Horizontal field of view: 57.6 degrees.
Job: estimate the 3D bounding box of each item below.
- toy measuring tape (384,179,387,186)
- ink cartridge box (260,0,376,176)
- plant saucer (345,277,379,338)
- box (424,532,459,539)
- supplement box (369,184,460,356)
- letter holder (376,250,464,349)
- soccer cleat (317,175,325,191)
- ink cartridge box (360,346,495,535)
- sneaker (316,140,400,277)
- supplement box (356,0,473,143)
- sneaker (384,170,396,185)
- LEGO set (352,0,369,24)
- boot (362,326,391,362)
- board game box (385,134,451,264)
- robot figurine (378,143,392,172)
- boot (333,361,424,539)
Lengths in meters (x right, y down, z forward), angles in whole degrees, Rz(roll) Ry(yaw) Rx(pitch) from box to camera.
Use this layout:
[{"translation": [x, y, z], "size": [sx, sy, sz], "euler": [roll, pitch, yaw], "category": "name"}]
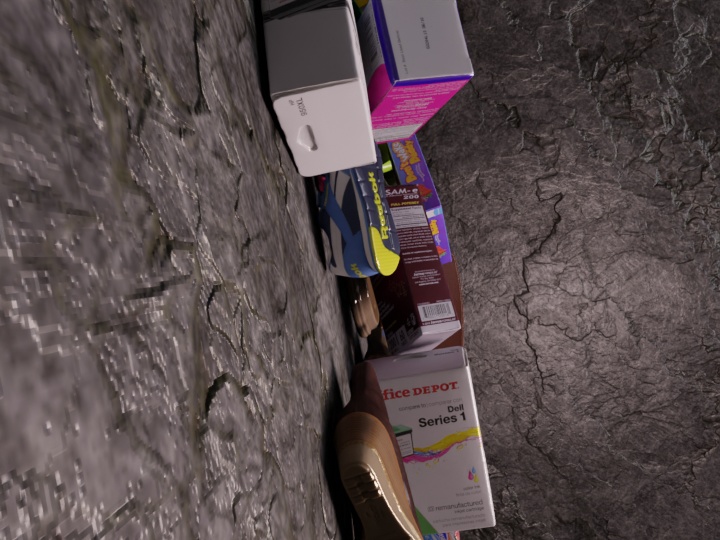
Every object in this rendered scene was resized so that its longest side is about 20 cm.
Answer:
[{"translation": [0.032, -0.097, 1.058], "size": [0.074, 0.072, 0.202], "euler": [73, -1, -50], "category": "toy measuring tape"}, {"translation": [-0.042, -0.218, 0.644], "size": [0.145, 0.083, 0.204], "euler": [69, 12, -69], "category": "ink cartridge box"}, {"translation": [0.000, 0.000, 0.996], "size": [0.200, 0.029, 0.204], "euler": [-10, 90, -84], "category": "plant saucer"}, {"translation": [0.097, 0.369, 0.977], "size": [0.200, 0.094, 0.102], "euler": [35, 46, -82], "category": "box"}, {"translation": [0.058, 0.002, 0.864], "size": [0.109, 0.060, 0.203], "euler": [128, -49, -59], "category": "supplement box"}, {"translation": [0.098, 0.076, 1.106], "size": [0.101, 0.139, 0.204], "euler": [95, -7, -79], "category": "letter holder"}, {"translation": [-0.019, -0.089, 0.827], "size": [0.086, 0.069, 0.204], "euler": [-128, -154, -67], "category": "soccer cleat"}, {"translation": [0.078, 0.210, 0.808], "size": [0.084, 0.142, 0.204], "euler": [-53, 133, -80], "category": "ink cartridge box"}, {"translation": [-0.017, -0.087, 0.732], "size": [0.073, 0.081, 0.204], "euler": [3, 75, -55], "category": "sneaker"}, {"translation": [0.038, -0.231, 0.778], "size": [0.200, 0.102, 0.103], "euler": [153, -75, -69], "category": "supplement box"}, {"translation": [0.050, -0.180, 1.258], "size": [0.071, 0.075, 0.200], "euler": [-62, -148, 8], "category": "sneaker"}, {"translation": [-0.011, -0.388, 0.773], "size": [0.200, 0.115, 0.155], "euler": [37, -22, 50], "category": "LEGO set"}, {"translation": [0.049, 0.178, 0.939], "size": [0.098, 0.073, 0.203], "euler": [-86, 164, -57], "category": "boot"}, {"translation": [0.084, -0.124, 1.000], "size": [0.135, 0.044, 0.202], "euler": [69, 6, -54], "category": "board game box"}, {"translation": [0.014, -0.251, 1.127], "size": [0.201, 0.113, 0.178], "euler": [-90, -179, -59], "category": "robot figurine"}, {"translation": [0.025, 0.209, 0.638], "size": [0.167, 0.071, 0.203], "euler": [-79, 155, -70], "category": "boot"}]
